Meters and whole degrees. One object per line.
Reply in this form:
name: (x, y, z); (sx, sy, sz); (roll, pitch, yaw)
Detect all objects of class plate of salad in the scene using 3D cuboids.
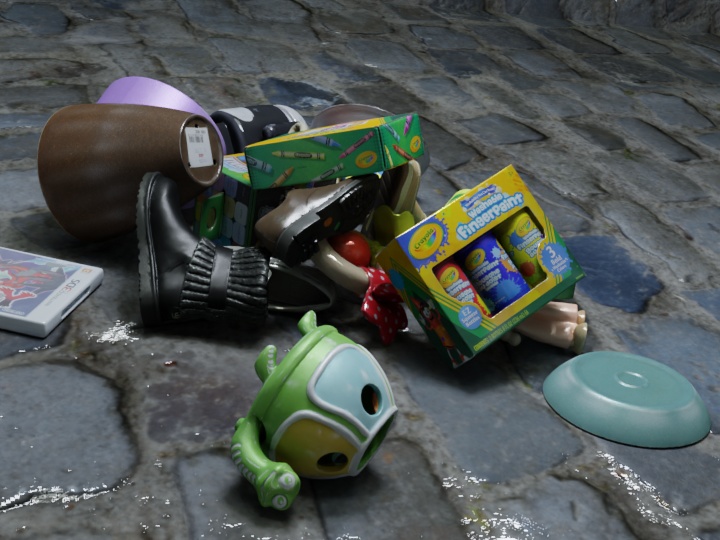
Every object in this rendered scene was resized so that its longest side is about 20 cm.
plate of salad: (0.017, -0.206, 2.084); (0.198, 0.201, 0.048); (12, 58, 9)

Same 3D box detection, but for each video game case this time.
video game case: (-0.435, 0.017, 1.575); (0.198, 0.023, 0.182); (11, 22, 7)

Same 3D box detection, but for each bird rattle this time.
bird rattle: (0.000, 0.000, 1.650); (0.162, 0.113, 0.201); (26, 33, -10)

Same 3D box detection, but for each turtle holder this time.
turtle holder: (-0.045, 0.138, 1.273); (0.131, 0.142, 0.185); (33, 19, 13)

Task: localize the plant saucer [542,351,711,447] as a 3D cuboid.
plant saucer: (0.315, 0.141, 1.530); (0.198, 0.036, 0.200); (7, 23, -3)

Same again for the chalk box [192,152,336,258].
chalk box: (-0.150, -0.084, 1.790); (0.199, 0.126, 0.124); (-12, 29, -43)

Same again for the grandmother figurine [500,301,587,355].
grandmother figurine: (0.185, 0.056, 1.665); (0.198, 0.061, 0.121); (12, 13, 1)

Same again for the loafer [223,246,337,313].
loafer: (-0.127, 0.013, 1.635); (0.198, 0.071, 0.070); (7, 14, -6)

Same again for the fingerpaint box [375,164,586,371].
fingerpaint box: (0.146, -0.006, 1.575); (0.199, 0.073, 0.168); (-31, 85, -28)

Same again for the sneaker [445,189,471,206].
sneaker: (0.199, -0.048, 1.927); (0.199, 0.074, 0.083); (29, 55, 35)

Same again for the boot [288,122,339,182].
boot: (-0.081, -0.140, 1.938); (0.107, 0.075, 0.201); (43, 28, -25)

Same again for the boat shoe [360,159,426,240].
boat shoe: (0.055, -0.079, 1.770); (0.075, 0.200, 0.072); (8, 54, -14)

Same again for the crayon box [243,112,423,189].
crayon box: (-0.033, -0.152, 1.668); (0.198, 0.059, 0.119); (-6, 12, 28)

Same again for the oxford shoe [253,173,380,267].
oxford shoe: (-0.052, -0.081, 1.606); (0.084, 0.073, 0.199); (31, 41, 28)

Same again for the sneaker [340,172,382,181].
sneaker: (0.026, -0.142, 2.004); (0.199, 0.106, 0.076); (26, -1, 38)

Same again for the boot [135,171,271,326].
boot: (-0.187, -0.028, 1.582); (0.156, 0.080, 0.213); (-6, 66, 0)

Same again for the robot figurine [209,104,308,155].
robot figurine: (-0.171, -0.195, 2.059); (0.199, 0.126, 0.150); (-12, 34, -41)

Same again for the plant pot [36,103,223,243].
plant pot: (-0.285, -0.142, 1.709); (0.199, 0.189, 0.187); (-8, 12, 31)

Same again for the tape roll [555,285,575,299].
tape roll: (0.190, -0.003, 1.745); (0.198, 0.049, 0.200); (9, 6, -1)

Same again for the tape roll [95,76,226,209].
tape roll: (-0.294, -0.180, 1.866); (0.199, 0.201, 0.066); (16, 54, 17)
